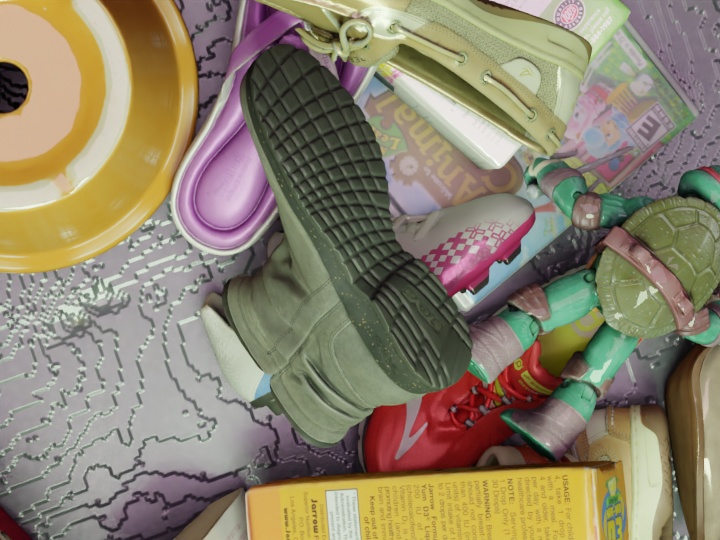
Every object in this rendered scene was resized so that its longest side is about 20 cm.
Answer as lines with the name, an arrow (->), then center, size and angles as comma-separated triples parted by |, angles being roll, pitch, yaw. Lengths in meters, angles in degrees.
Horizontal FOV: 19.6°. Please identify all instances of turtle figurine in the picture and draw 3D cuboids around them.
turtle figurine -> 0.141, 0.000, 1.112 | 0.200, 0.101, 0.150 | -44, 94, -10

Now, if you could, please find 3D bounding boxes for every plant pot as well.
plant pot -> -0.181, -0.096, 1.095 | 0.199, 0.183, 0.202 | 0, 93, -6

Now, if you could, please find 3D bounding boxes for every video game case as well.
video game case -> 0.067, -0.110, 1.203 | 0.182, 0.022, 0.200 | -40, 96, -3

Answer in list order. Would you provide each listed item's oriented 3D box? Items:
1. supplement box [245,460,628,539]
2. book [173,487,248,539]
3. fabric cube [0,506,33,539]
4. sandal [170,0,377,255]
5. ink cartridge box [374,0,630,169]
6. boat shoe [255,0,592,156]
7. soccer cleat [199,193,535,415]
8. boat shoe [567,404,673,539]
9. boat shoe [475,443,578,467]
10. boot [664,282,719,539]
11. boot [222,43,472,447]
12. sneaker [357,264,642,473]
supplement box -> 0.041, 0.140, 1.129 | 0.199, 0.066, 0.069 | -8, 86, 22
book -> -0.045, 0.233, 1.155 | 0.048, 0.134, 0.201 | -28, 95, 23
fabric cube -> -0.217, 0.253, 1.103 | 0.200, 0.196, 0.199 | -43, 96, -3
sandal -> -0.040, -0.095, 1.105 | 0.082, 0.050, 0.204 | 22, 107, -3
ink cartridge box -> 0.034, -0.163, 1.153 | 0.200, 0.067, 0.117 | 41, 89, -7
boat shoe -> 0.028, -0.114, 1.065 | 0.200, 0.073, 0.064 | 16, 87, -31
soccer cleat -> 0.000, 0.000, 1.163 | 0.199, 0.070, 0.087 | -33, 97, 9
boat shoe -> 0.145, 0.179, 1.211 | 0.076, 0.072, 0.202 | -3, 83, 6
boat shoe -> 0.074, 0.195, 1.184 | 0.062, 0.071, 0.201 | 10, 96, -44
boot -> 0.250, 0.052, 1.210 | 0.145, 0.070, 0.202 | -6, 94, -8
boot -> -0.036, -0.006, 1.087 | 0.068, 0.130, 0.201 | -29, 92, -43
sneaker -> 0.083, 0.058, 1.182 | 0.200, 0.085, 0.077 | -36, 96, -3
